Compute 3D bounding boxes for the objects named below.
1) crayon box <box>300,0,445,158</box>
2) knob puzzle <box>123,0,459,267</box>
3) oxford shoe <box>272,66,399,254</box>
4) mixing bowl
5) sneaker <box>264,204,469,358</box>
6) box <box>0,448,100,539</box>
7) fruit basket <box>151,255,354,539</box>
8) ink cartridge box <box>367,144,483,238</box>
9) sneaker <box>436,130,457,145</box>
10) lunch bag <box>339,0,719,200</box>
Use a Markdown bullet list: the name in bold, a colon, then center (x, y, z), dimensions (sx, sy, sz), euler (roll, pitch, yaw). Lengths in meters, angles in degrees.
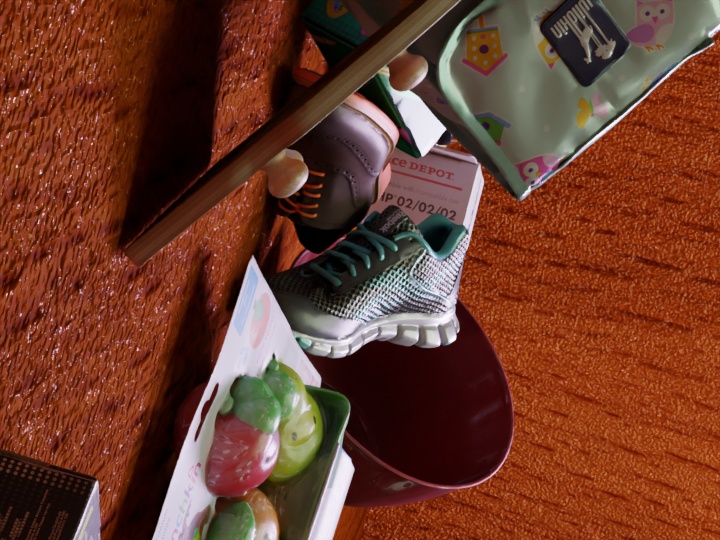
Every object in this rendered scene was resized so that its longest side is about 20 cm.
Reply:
- **crayon box**: center (0.060, -0.186, 1.178), dimensions (0.200, 0.058, 0.119), euler (-51, 146, -12)
- **knob puzzle**: center (-0.005, -0.079, 0.865), dimensions (0.219, 0.031, 0.220), euler (-39, -174, 5)
- **oxford shoe**: center (-0.021, -0.064, 1.185), dimensions (0.073, 0.071, 0.200), euler (-60, 165, -14)
- **mixing bowl**: center (-0.003, 0.089, 1.316), dimensions (0.108, 0.200, 0.201), euler (-42, -164, 35)
- **sneaker**: center (0.000, 0.000, 1.220), dimensions (0.199, 0.077, 0.092), euler (-6, 119, -52)
- **box**: center (-0.144, 0.191, 0.680), dimensions (0.161, 0.044, 0.201), euler (97, 9, -55)
- **fruit basket**: center (-0.064, 0.113, 1.079), dimensions (0.200, 0.093, 0.187), euler (80, 26, -67)
- **ink cartridge box**: center (0.036, -0.065, 1.525), dimensions (0.200, 0.114, 0.068), euler (28, 77, -84)
- **sneaker**: center (0.115, -0.169, 1.316), dimensions (0.078, 0.111, 0.201), euler (111, -4, -71)
- **lunch bag**: center (0.084, -0.160, 1.022), dimensions (0.170, 0.200, 0.122), euler (-41, 171, -1)
